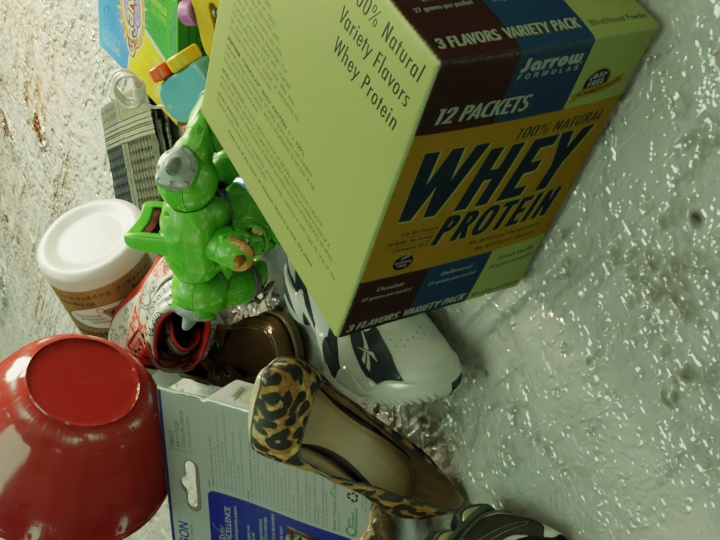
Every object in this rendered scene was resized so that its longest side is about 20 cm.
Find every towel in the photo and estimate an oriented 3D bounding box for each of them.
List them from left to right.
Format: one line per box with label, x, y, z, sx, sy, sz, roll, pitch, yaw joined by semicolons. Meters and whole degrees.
towel;-0.233;-0.100;1.156;0.200;0.034;0.193;1;102;62

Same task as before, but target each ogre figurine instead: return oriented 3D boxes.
ogre figurine;-0.104;-0.041;0.763;0.098;0.120;0.200;28;132;5

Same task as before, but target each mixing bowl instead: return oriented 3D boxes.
mixing bowl;-0.248;0.129;0.910;0.200;0.200;0.108;56;138;30

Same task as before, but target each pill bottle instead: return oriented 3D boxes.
pill bottle;-0.244;0.033;1.099;0.114;0.114;0.200;45;161;42

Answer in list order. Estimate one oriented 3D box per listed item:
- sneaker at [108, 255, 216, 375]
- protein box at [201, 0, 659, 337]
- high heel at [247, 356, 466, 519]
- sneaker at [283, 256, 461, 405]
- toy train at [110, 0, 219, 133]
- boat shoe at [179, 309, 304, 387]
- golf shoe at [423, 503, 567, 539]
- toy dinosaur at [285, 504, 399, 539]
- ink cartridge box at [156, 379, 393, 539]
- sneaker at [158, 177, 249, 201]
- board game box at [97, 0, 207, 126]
sneaker;-0.190;0.065;0.983;0.201;0.067;0.108;-54;29;34
protein box;0.021;-0.110;0.596;0.199;0.135;0.200;57;147;29
high heel;0.003;0.117;0.718;0.142;0.071;0.200;16;159;14
sneaker;0.000;0.000;0.740;0.199;0.079;0.130;-131;28;-54
toy train;-0.147;-0.212;0.886;0.150;0.056;0.200;31;135;14
boat shoe;-0.120;0.084;1.000;0.200;0.068;0.072;-21;84;60
golf shoe;0.056;0.223;0.643;0.094;0.200;0.078;-13;121;50
toy dinosaur;-0.024;0.252;0.748;0.086;0.200;0.136;35;159;28
ink cartridge box;-0.072;0.193;0.899;0.200;0.047;0.198;14;122;22
sneaker;-0.117;-0.053;0.909;0.200;0.089;0.079;8;111;59
board game box;-0.197;-0.250;1.003;0.200;0.040;0.153;44;139;42
